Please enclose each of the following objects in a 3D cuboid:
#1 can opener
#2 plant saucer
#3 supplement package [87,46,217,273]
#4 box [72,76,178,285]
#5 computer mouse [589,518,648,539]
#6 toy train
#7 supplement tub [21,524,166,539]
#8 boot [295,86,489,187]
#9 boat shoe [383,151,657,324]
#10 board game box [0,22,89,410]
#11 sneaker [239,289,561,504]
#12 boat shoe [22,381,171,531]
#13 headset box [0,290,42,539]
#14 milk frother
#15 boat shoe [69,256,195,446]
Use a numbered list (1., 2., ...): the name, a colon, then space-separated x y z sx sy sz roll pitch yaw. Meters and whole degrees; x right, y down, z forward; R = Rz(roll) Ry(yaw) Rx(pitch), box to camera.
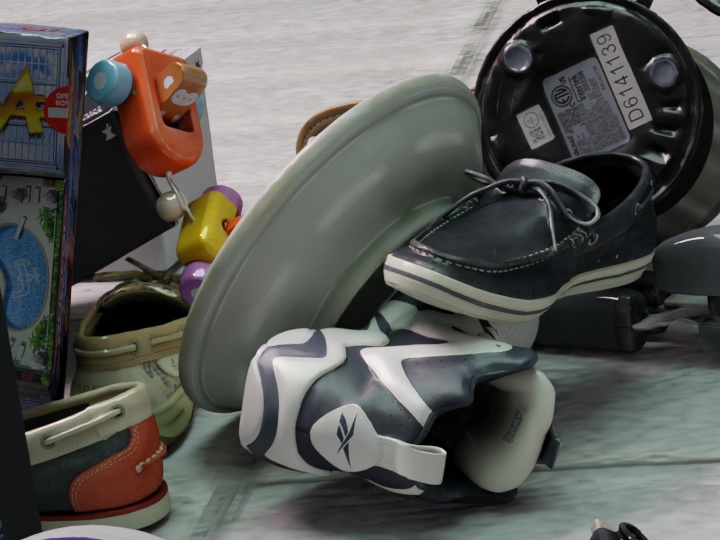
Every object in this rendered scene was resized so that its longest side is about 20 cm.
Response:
1. can opener: 0.131 0.004 1.474 0.199 0.067 0.053 4 20 32
2. plant saucer: 0.000 0.000 1.403 0.050 0.201 0.200 41 39 20
3. supplement package: -0.196 -0.064 1.739 0.199 0.115 0.110 -2 17 17
4. box: -0.212 -0.021 1.576 0.199 0.079 0.141 -30 18 -5
5. computer mouse: 0.028 0.132 1.136 0.199 0.053 0.139 -7 18 0
6. toy train: -0.049 -0.048 1.521 0.055 0.151 0.199 -27 -29 33
7. supplement tub: -0.110 0.178 0.892 0.145 0.146 0.200 1 19 24
8. boot: 0.058 -0.088 1.771 0.199 0.077 0.155 -5 19 -2
9. boat shoe: 0.077 -0.019 1.356 0.074 0.063 0.200 22 21 31
10. board game box: -0.167 -0.041 1.396 0.061 0.201 0.200 3 -9 -2
11. sneaker: 0.053 0.057 1.335 0.129 0.080 0.199 21 18 33
12. boat shoe: -0.185 0.088 1.344 0.199 0.063 0.071 -4 19 13
13. headset box: -0.222 0.076 1.209 0.199 0.175 0.093 11 26 43
14. milk frother: 0.171 -0.110 1.530 0.199 0.182 0.188 -7 -4 14
15. boat shoe: -0.106 0.032 1.484 0.073 0.063 0.200 -6 17 5
